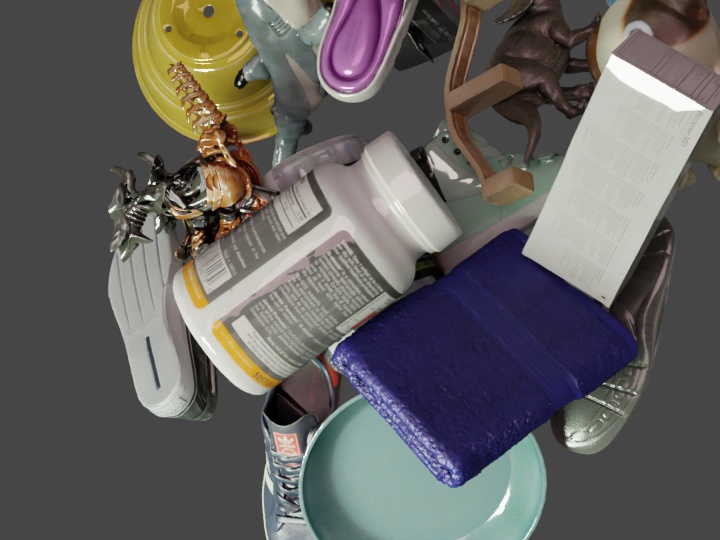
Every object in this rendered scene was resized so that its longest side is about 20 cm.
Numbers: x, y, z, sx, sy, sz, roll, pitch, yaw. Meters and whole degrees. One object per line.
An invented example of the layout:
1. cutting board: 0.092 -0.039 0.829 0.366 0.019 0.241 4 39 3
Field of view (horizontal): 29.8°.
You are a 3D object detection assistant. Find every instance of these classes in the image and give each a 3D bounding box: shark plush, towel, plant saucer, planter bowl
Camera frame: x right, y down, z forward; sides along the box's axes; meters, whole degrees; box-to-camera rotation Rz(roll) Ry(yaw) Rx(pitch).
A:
1. shark plush: -0.071 -0.176 1.154 0.083 0.201 0.091 -7 47 -12
2. towel: 0.095 0.066 1.027 0.199 0.050 0.148 -31 62 -28
3. plant saucer: 0.049 0.168 1.091 0.198 0.036 0.201 0 114 0
4. planter bowl: -0.123 -0.219 1.197 0.199 0.083 0.202 -2 81 12

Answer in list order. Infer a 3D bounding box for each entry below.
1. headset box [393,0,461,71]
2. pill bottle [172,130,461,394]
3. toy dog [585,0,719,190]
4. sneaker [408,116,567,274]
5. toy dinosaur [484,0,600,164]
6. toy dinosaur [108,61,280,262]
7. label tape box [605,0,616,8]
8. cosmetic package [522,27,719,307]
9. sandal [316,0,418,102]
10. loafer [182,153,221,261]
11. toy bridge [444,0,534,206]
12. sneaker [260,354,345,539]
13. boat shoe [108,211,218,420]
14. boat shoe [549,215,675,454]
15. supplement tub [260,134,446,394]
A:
1. headset box: 0.020 -0.269 1.136 0.077 0.149 0.201 -21 77 16
2. pill bottle: -0.031 -0.007 1.004 0.199 0.116 0.117 -35 76 7
3. toy dog: 0.273 -0.149 1.035 0.199 0.139 0.195 21 64 -25
4. sneaker: 0.126 -0.095 1.127 0.200 0.074 0.119 -30 83 9
5. toy dinosaur: 0.146 -0.168 1.131 0.102 0.077 0.201 9 71 17
6. toy dinosaur: -0.121 -0.061 1.089 0.135 0.102 0.202 -8 83 23
7. label tape box: 0.251 -0.268 1.071 0.142 0.066 0.201 -19 34 9
8. cosmetic package: 0.193 -0.071 0.993 0.082 0.201 0.051 35 47 15
9. sandal: 0.011 -0.230 1.030 0.082 0.050 0.204 7 86 19
10. loafer: -0.111 -0.013 1.171 0.073 0.071 0.201 -22 78 8
11. toy bridge: 0.098 -0.145 1.095 0.067 0.027 0.201 -26 60 42
12. sneaker: -0.054 0.155 1.128 0.074 0.084 0.202 -1 82 12
13. boat shoe: -0.169 0.045 1.180 0.072 0.071 0.201 -24 57 21
14. boat shoe: 0.210 0.051 1.099 0.074 0.065 0.203 15 88 23
15. supplement tub: 0.000 0.000 1.119 0.122 0.122 0.201 -30 76 7
